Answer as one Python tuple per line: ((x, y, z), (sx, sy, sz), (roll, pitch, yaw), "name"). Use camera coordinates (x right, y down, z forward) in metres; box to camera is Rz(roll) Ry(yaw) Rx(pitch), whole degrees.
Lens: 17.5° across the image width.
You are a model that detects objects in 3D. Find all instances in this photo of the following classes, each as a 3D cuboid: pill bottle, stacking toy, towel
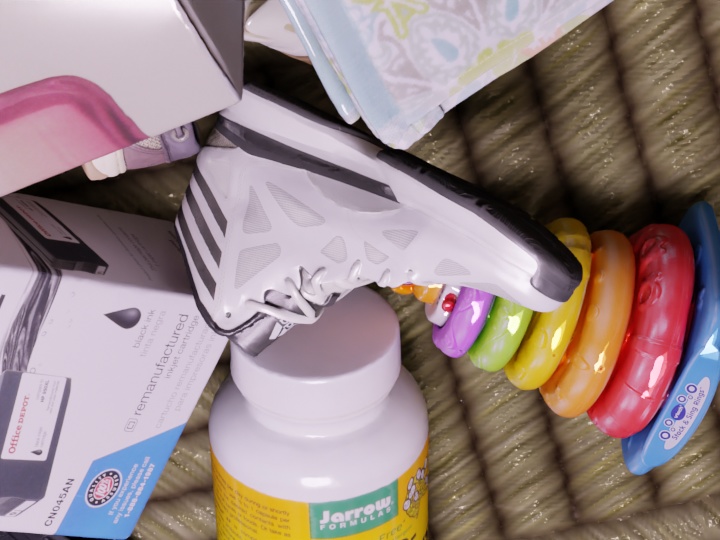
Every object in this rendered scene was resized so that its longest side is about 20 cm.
((-0.020, 0.106, 1.201), (0.113, 0.113, 0.200), (-1, 127, 0), "pill bottle")
((0.073, 0.011, 1.134), (0.200, 0.110, 0.116), (17, 126, -10), "stacking toy")
((0.033, -0.169, 0.997), (0.171, 0.048, 0.200), (-35, 125, -8), "towel")

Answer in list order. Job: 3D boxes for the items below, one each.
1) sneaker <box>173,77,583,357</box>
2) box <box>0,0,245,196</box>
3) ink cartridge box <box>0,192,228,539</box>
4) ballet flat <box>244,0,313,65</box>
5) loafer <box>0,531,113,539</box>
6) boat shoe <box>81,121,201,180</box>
((0.000, 0.000, 1.075), (0.200, 0.076, 0.116), (28, 96, 27), "sneaker")
((-0.156, -0.105, 0.934), (0.200, 0.128, 0.109), (-20, 126, 14), "box")
((-0.177, 0.042, 1.101), (0.200, 0.084, 0.145), (10, 115, -42), "ink cartridge box")
((-0.047, -0.148, 1.023), (0.068, 0.072, 0.200), (13, 139, 40), "ballet flat")
((-0.178, 0.114, 1.239), (0.070, 0.068, 0.201), (-26, 128, 6), "loafer")
((-0.103, -0.134, 1.045), (0.065, 0.072, 0.200), (-7, 122, -11), "boat shoe")
